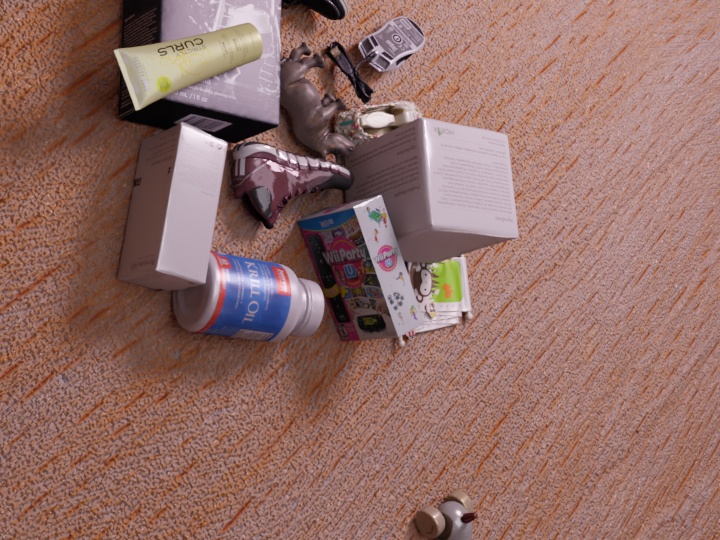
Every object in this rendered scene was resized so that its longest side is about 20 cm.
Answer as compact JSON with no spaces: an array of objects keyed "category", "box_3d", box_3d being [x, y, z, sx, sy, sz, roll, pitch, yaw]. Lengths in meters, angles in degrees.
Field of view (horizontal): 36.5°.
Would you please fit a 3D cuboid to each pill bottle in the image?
[{"category":"pill bottle","box_3d":[-0.152,0.040,1.522,0.198,0.112,0.114,10,78,-39]}]

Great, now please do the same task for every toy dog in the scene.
[{"category":"toy dog","box_3d":[0.172,0.448,1.751,0.132,0.096,0.201,-48,114,-33]}]

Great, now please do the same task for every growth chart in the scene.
[{"category":"growth chart","box_3d":[0.116,0.035,1.814,0.198,0.018,0.147,-15,93,-42]}]

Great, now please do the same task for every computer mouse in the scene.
[{"category":"computer mouse","box_3d":[0.032,-0.349,1.771,0.110,0.044,0.199,48,51,6]}]

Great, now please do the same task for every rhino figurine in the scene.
[{"category":"rhino figurine","box_3d":[-0.069,-0.239,1.662,0.087,0.060,0.202,-33,107,-17]}]

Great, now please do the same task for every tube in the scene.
[{"category":"tube","box_3d":[-0.216,-0.268,1.396,0.199,0.052,0.058,-25,59,-33]}]

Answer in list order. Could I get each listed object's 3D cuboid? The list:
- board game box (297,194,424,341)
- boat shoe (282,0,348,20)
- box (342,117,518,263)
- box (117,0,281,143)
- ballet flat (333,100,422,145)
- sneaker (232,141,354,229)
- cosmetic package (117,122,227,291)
[{"category":"board game box","box_3d":[0.000,0.000,1.635,0.064,0.147,0.203,-25,100,-37]},{"category":"boat shoe","box_3d":[-0.105,-0.431,1.655,0.199,0.074,0.063,30,71,-28]},{"category":"box","box_3d":[0.107,-0.117,1.702,0.198,0.198,0.174,5,75,-39]},{"category":"box","box_3d":[-0.220,-0.299,1.506,0.198,0.123,0.200,7,78,-39]},{"category":"ballet flat","box_3d":[0.043,-0.237,1.758,0.198,0.064,0.077,-17,94,-41]},{"category":"sneaker","box_3d":[-0.105,-0.113,1.618,0.198,0.075,0.117,12,81,-28]},{"category":"cosmetic package","box_3d":[-0.250,-0.080,1.456,0.081,0.112,0.203,20,69,-37]}]
